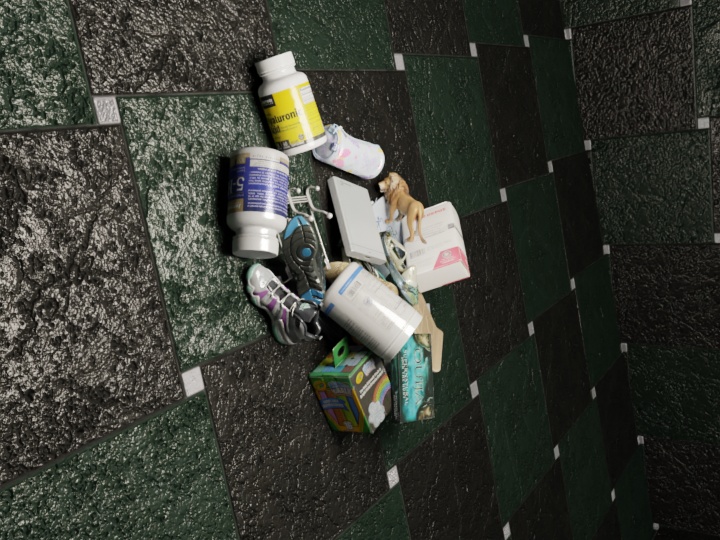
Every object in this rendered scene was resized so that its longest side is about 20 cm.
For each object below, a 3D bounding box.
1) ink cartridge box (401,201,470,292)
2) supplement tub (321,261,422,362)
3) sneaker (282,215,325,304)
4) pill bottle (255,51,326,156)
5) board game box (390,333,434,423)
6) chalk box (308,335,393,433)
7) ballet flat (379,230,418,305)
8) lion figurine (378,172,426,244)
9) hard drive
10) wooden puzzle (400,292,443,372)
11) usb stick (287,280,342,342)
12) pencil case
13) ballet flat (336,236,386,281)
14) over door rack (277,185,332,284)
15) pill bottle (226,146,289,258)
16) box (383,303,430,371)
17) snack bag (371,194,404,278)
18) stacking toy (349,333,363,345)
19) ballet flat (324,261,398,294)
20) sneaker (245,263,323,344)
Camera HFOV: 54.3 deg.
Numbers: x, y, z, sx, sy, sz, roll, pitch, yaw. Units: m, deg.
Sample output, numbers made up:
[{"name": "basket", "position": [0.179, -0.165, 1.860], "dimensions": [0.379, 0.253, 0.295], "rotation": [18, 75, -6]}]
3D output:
[{"name": "ink cartridge box", "position": [0.194, -0.062, 1.824], "dimensions": [0.083, 0.146, 0.201], "rotation": [51, 27, -46]}, {"name": "supplement tub", "position": [0.020, 0.089, 1.529], "dimensions": [0.200, 0.132, 0.132], "rotation": [39, 46, 2]}, {"name": "sneaker", "position": [-0.117, -0.028, 1.457], "dimensions": [0.082, 0.073, 0.201], "rotation": [-91, 174, -60]}, {"name": "pill bottle", "position": [-0.152, -0.353, 1.490], "dimensions": [0.111, 0.111, 0.201], "rotation": [-38, 115, -49]}, {"name": "board game box", "position": [0.122, 0.248, 1.637], "dimensions": [0.135, 0.028, 0.202], "rotation": [5, 81, -49]}, {"name": "chalk box", "position": [-0.023, 0.247, 1.577], "dimensions": [0.125, 0.123, 0.201], "rotation": [-42, 117, -47]}, {"name": "ballet flat", "position": [0.097, -0.011, 1.712], "dimensions": [0.201, 0.074, 0.074], "rotation": [56, 38, 5]}, {"name": "lion figurine", "position": [0.117, -0.159, 1.763], "dimensions": [0.072, 0.200, 0.123], "rotation": [-8, 123, -37]}, {"name": "hard drive", "position": [-0.008, -0.118, 1.664], "dimensions": [0.131, 0.027, 0.201], "rotation": [15, 53, -49]}, {"name": "wooden puzzle", "position": [0.147, 0.137, 1.787], "dimensions": [0.201, 0.046, 0.186], "rotation": [60, 22, -22]}, {"name": "usb stick", "position": [-0.098, 0.094, 1.555], "dimensions": [0.200, 0.032, 0.056], "rotation": [49, 30, -43]}, {"name": "pencil case", "position": [-0.027, -0.281, 1.673], "dimensions": [0.199, 0.083, 0.091], "rotation": [14, 96, -53]}, {"name": "ballet flat", "position": [0.000, 0.000, 1.696], "dimensions": [0.068, 0.068, 0.201], "rotation": [-44, 110, -35]}, {"name": "over door rack", "position": [-0.124, -0.083, 1.530], "dimensions": [0.147, 0.066, 0.202], "rotation": [-14, 97, -53]}, {"name": "pill bottle", "position": [-0.203, -0.130, 1.383], "dimensions": [0.119, 0.119, 0.202], "rotation": [14, 74, -52]}, {"name": "box", "position": [0.125, 0.174, 1.857], "dimensions": [0.199, 0.041, 0.157], "rotation": [-5, 89, -53]}, {"name": "snack bag", "position": [0.060, -0.096, 1.820], "dimensions": [0.200, 0.021, 0.190], "rotation": [-46, 123, -49]}, {"name": "stacking toy", "position": [-0.010, 0.107, 1.646], "dimensions": [0.200, 0.116, 0.110], "rotation": [42, 51, -28]}, {"name": "ballet flat", "position": [0.006, 0.036, 1.630], "dimensions": [0.199, 0.071, 0.065], "rotation": [18, 26, -21]}, {"name": "sneaker", "position": [-0.138, 0.065, 1.427], "dimensions": [0.201, 0.139, 0.078], "rotation": [61, 43, -29]}]
